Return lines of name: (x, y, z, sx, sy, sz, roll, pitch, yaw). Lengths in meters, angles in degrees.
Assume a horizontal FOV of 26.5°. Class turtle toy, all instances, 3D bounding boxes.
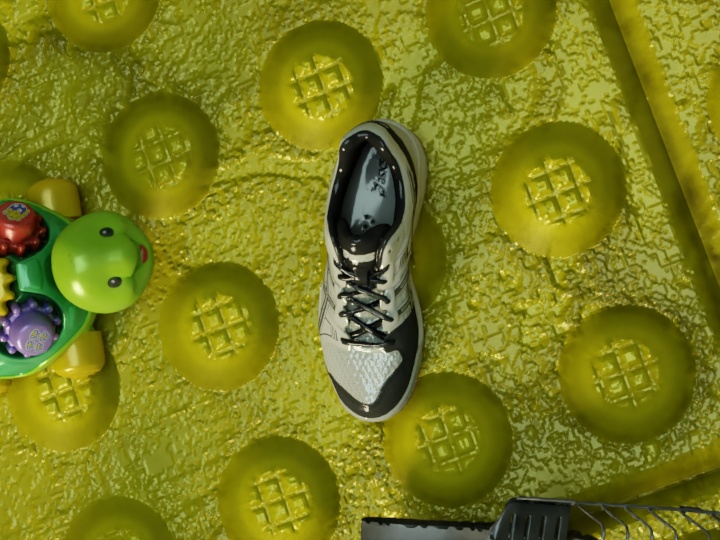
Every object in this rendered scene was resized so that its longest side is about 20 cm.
turtle toy: (-0.231, 0.007, 1.058, 0.199, 0.101, 0.147, -12, 85, 15)

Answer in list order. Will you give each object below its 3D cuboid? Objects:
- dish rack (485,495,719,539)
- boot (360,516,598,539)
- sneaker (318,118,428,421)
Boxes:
dish rack: (0.164, 0.211, 0.925, 0.198, 0.055, 0.155, 7, 91, -18)
boot: (0.073, 0.265, 0.983, 0.164, 0.066, 0.202, 0, 85, 23)
sneaker: (0.000, 0.000, 1.002, 0.075, 0.088, 0.202, 0, 90, 14)
